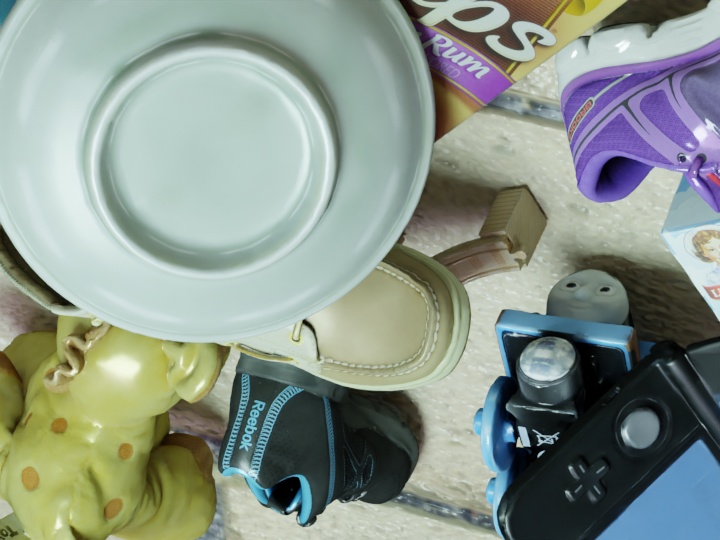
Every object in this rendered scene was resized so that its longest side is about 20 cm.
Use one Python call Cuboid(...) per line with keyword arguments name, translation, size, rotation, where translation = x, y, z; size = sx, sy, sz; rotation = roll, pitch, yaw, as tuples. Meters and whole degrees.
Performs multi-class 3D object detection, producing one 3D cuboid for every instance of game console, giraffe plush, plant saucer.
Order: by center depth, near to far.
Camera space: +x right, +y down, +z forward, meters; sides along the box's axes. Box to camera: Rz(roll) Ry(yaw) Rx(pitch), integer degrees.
Cuboid(name="plant saucer", translation=(-0.064, -0.054, 1.167), size=(0.199, 0.050, 0.201), rotation=(-3, 114, -6))
Cuboid(name="game console", translation=(0.193, 0.132, 1.236), size=(0.200, 0.176, 0.116), rotation=(52, 168, -21))
Cuboid(name="giraffe plush", translation=(-0.135, 0.057, 1.451), size=(0.172, 0.200, 0.163), rotation=(31, 114, 1))

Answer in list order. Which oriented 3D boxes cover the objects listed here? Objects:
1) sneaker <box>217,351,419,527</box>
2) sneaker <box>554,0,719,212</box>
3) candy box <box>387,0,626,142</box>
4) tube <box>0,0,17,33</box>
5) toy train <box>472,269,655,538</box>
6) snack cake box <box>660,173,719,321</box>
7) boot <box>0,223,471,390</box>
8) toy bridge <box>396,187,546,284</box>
Cuboid(name="sneaker", translation=(-0.029, 0.095, 1.435), size=(0.073, 0.082, 0.200), rotation=(14, 165, 24))
Cuboid(name="sneaker", translation=(0.167, -0.070, 1.142), size=(0.080, 0.084, 0.199), rotation=(7, 166, -40))
Cuboid(name="candy box", translation=(0.028, -0.130, 1.195), size=(0.117, 0.057, 0.200), rotation=(39, 140, -13))
Cuboid(name="tube", translation=(-0.196, -0.143, 1.252), size=(0.200, 0.050, 0.078), rotation=(47, 169, 42))
Cuboid(name="toy train", translation=(0.113, 0.087, 1.348), size=(0.086, 0.115, 0.201), rotation=(6, 138, 22))
Cuboid(name="snack cake box", translation=(0.245, -0.016, 1.186), size=(0.199, 0.067, 0.115), rotation=(-12, 129, 40))
Cuboid(name="boot", translation=(-0.063, 0.005, 1.268), size=(0.199, 0.073, 0.154), rotation=(16, -177, 38))
Cuboid(name="toy bridge", translation=(0.000, 0.000, 1.355), size=(0.199, 0.067, 0.027), rotation=(-7, 132, 37))
